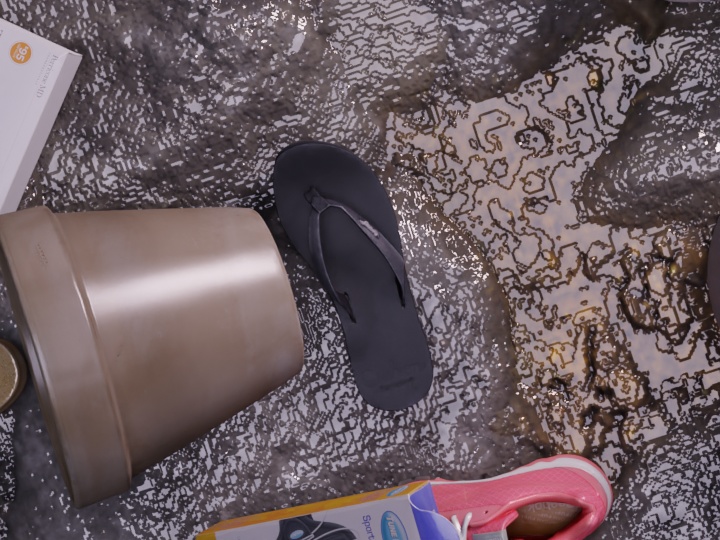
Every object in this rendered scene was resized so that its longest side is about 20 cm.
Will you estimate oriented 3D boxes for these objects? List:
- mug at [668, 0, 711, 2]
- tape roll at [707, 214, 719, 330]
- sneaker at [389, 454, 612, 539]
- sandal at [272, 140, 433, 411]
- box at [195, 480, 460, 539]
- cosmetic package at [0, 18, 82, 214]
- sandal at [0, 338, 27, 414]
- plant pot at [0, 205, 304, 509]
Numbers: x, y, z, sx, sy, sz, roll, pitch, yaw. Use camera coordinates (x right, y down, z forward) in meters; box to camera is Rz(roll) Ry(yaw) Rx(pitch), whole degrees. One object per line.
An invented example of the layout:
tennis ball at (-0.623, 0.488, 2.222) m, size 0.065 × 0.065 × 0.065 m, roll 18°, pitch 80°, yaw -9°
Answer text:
mug at (0.248, -0.278, 1.199) m, size 0.175 × 0.148 × 0.201 m, roll -26°, pitch 61°, yaw 21°
tape roll at (0.338, 0.005, 1.207) m, size 0.202 × 0.139 × 0.204 m, roll 0°, pitch 93°, yaw 2°
sneaker at (0.076, 0.175, 1.255) m, size 0.199 × 0.087 × 0.074 m, roll -17°, pitch 92°, yaw 4°
sandal at (0.001, 0.000, 1.269) m, size 0.076 × 0.043 × 0.201 m, roll -25°, pitch 92°, yaw 4°
box at (-0.009, 0.216, 1.248) m, size 0.199 × 0.041 × 0.120 m, roll -14°, pitch 93°, yaw 27°
cosmetic package at (-0.273, -0.075, 1.273) m, size 0.082 × 0.051 × 0.201 m, roll 24°, pitch 95°, yaw 0°
sandal at (-0.327, 0.121, 1.269) m, size 0.212 × 0.070 × 0.078 m, roll -40°, pitch 83°, yaw 9°
plant pot at (-0.137, 0.036, 1.219) m, size 0.173 × 0.200 × 0.201 m, roll -18°, pitch 93°, yaw -12°
